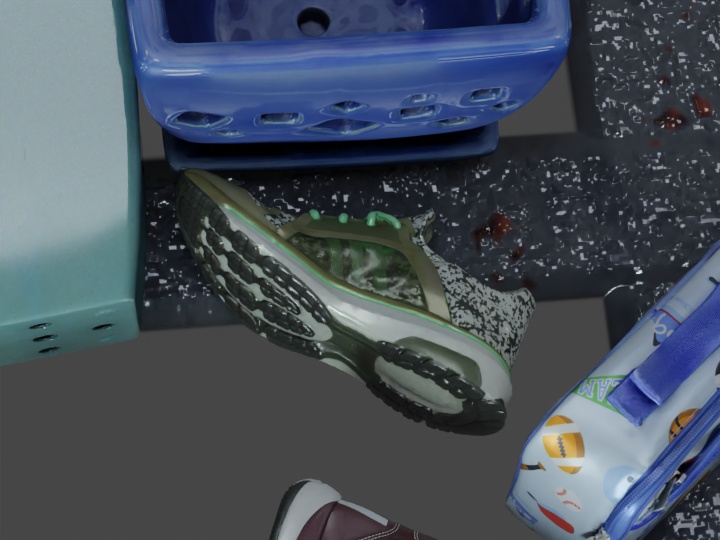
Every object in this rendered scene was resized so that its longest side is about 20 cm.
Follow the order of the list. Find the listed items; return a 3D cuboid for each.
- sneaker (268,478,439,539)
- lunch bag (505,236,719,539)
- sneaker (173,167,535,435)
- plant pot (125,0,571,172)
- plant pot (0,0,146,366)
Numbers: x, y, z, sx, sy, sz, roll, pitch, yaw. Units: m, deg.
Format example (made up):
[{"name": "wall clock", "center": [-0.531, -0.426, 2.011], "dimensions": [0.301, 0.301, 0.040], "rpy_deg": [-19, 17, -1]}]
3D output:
[{"name": "sneaker", "center": [-0.006, 0.200, 0.900], "dimensions": [0.115, 0.076, 0.201], "rpy_deg": [17, 69, -1]}, {"name": "lunch bag", "center": [0.150, 0.052, 0.916], "dimensions": [0.076, 0.160, 0.200], "rpy_deg": [41, 72, 11]}, {"name": "sneaker", "center": [0.000, 0.000, 0.983], "dimensions": [0.200, 0.077, 0.089], "rpy_deg": [33, 58, 3]}, {"name": "plant pot", "center": [-0.017, -0.152, 0.968], "dimensions": [0.199, 0.180, 0.201], "rpy_deg": [-3, 71, -7]}, {"name": "plant pot", "center": [-0.170, -0.062, 0.956], "dimensions": [0.141, 0.141, 0.201], "rpy_deg": [-11, 78, -7]}]
